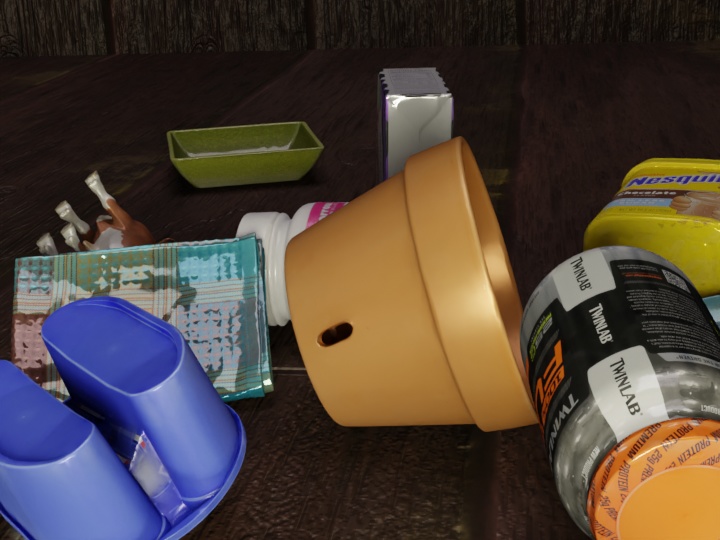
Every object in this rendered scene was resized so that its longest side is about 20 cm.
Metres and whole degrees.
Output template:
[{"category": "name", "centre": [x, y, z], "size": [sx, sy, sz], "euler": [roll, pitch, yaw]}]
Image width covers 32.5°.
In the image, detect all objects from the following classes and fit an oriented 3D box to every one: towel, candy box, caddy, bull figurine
[{"category": "towel", "centre": [-0.168, 0.041, 0.945], "size": [0.197, 0.022, 0.148], "euler": [-5, 56, -5]}, {"category": "candy box", "centre": [0.055, -0.118, 1.312], "size": [0.071, 0.170, 0.200], "euler": [-1, 16, -1]}, {"category": "caddy", "centre": [-0.158, 0.103, 0.753], "size": [0.141, 0.106, 0.199], "euler": [-38, 32, -22]}, {"category": "bull figurine", "centre": [-0.228, -0.015, 1.129], "size": [0.065, 0.122, 0.200], "euler": [-36, 22, 11]}]

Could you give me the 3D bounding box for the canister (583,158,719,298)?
[{"category": "canister", "centre": [0.304, -0.042, 1.176], "size": [0.147, 0.088, 0.200], "euler": [5, 20, 24]}]

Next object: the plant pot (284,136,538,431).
[{"category": "plant pot", "centre": [0.034, 0.025, 0.857], "size": [0.139, 0.202, 0.200], "euler": [-17, 15, 11]}]

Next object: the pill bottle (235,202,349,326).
[{"category": "pill bottle", "centre": [0.000, 0.000, 1.033], "size": [0.197, 0.115, 0.113], "euler": [1, 17, 10]}]

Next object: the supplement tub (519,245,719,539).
[{"category": "supplement tub", "centre": [0.163, 0.080, 0.714], "size": [0.121, 0.124, 0.201], "euler": [-2, 26, 0]}]

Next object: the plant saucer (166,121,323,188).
[{"category": "plant saucer", "centre": [-0.158, -0.154, 1.660], "size": [0.197, 0.048, 0.200], "euler": [-6, 18, -9]}]

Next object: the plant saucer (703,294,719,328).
[{"category": "plant saucer", "centre": [0.298, 0.046, 0.934], "size": [0.198, 0.028, 0.200], "euler": [-12, 7, 2]}]
